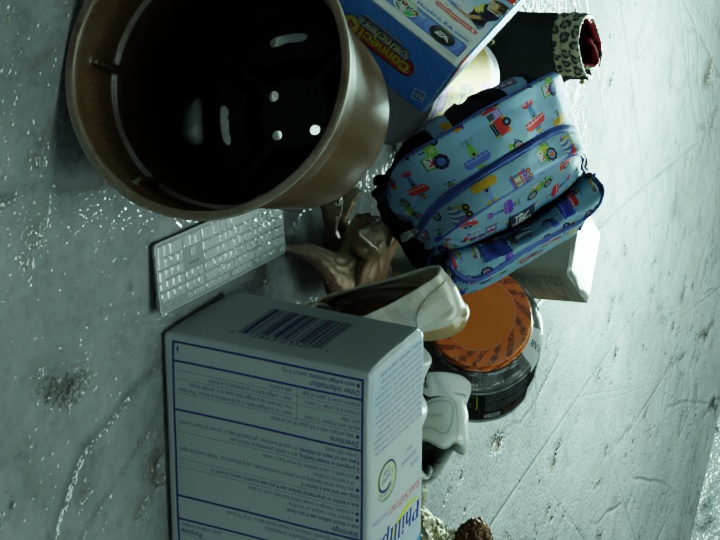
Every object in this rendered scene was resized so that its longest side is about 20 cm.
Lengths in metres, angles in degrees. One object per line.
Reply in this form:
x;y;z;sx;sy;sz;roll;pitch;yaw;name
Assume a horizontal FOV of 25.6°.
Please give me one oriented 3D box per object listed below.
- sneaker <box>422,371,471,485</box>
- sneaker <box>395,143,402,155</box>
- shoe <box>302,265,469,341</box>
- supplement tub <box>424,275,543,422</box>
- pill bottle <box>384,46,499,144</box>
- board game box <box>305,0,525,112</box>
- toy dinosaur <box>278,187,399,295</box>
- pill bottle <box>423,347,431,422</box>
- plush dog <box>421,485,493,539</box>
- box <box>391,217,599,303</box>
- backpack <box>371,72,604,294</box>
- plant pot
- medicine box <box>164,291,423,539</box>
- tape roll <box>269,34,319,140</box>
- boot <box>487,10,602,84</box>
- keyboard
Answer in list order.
0.031;0.172;1.485;0.075;0.200;0.081;14;51;-33;sneaker
0.091;-0.115;1.637;0.200;0.073;0.114;41;64;-50;sneaker
-0.011;0.037;1.319;0.070;0.200;0.053;-83;154;-47;shoe
0.115;0.072;1.550;0.200;0.122;0.123;81;25;-73;supplement tub
0.054;-0.168;1.394;0.200;0.104;0.104;-19;116;-63;pill bottle
0.025;-0.246;1.285;0.056;0.200;0.196;-52;178;40;board game box
0.000;0.000;1.461;0.200;0.086;0.136;-18;122;-57;toy dinosaur
-0.012;0.149;1.387;0.109;0.109;0.200;-11;128;-64;pill bottle
0.078;0.311;1.628;0.200;0.172;0.161;65;41;-53;plush dog
0.128;-0.024;1.576;0.095;0.200;0.078;47;51;-62;box
0.111;-0.075;1.310;0.135;0.182;0.200;60;-8;8;backpack
-0.077;-0.125;1.130;0.198;0.200;0.200;14;86;-74;plant pot
-0.052;0.138;1.268;0.103;0.182;0.200;-35;130;-57;medicine box
-0.041;-0.176;1.354;0.203;0.037;0.203;-33;127;-58;tape roll
0.180;-0.208;1.682;0.074;0.154;0.204;-67;152;-27;boot
-0.112;-0.018;1.289;0.200;0.011;0.056;-30;126;-60;keyboard
